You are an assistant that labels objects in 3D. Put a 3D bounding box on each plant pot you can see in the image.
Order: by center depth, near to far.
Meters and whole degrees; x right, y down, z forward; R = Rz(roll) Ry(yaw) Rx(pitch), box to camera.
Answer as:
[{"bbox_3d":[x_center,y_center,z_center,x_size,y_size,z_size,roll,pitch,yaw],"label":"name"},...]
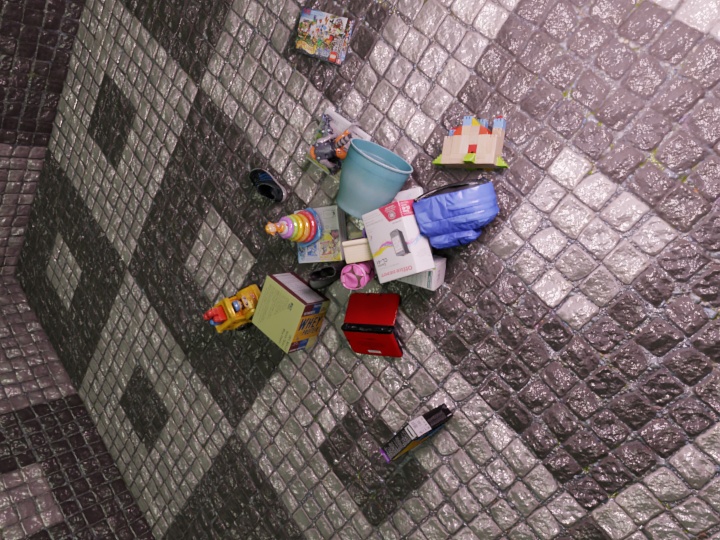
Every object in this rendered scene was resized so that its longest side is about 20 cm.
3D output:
[{"bbox_3d":[0.024,-0.256,1.538,0.200,0.200,0.188,40,117,26],"label":"plant pot"}]

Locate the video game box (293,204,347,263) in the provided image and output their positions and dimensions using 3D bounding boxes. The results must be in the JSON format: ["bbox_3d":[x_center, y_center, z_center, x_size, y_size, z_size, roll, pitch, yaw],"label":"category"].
[{"bbox_3d":[-0.134,-0.120,1.774,0.199,0.047,0.183,-2,92,38],"label":"video game box"}]

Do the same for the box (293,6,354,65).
[{"bbox_3d":[-0.122,-0.755,1.686,0.200,0.038,0.137,30,113,31],"label":"box"}]

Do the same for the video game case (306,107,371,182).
[{"bbox_3d":[-0.075,-0.401,1.708,0.200,0.023,0.182,40,118,25],"label":"video game case"}]

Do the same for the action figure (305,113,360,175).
[{"bbox_3d":[-0.090,-0.409,1.644,0.193,0.105,0.201,-14,90,27],"label":"action figure"}]

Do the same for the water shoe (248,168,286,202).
[{"bbox_3d":[-0.349,-0.314,1.890,0.200,0.079,0.072,35,115,28],"label":"water shoe"}]

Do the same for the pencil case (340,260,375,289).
[{"bbox_3d":[0.000,0.000,1.592,0.093,0.200,0.091,1,102,16],"label":"pencil case"}]

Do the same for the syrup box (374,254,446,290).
[{"bbox_3d":[0.144,-0.013,1.536,0.199,0.081,0.079,16,117,27],"label":"syrup box"}]

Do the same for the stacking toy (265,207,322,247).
[{"bbox_3d":[-0.229,-0.139,1.691,0.110,0.200,0.117,-27,78,36],"label":"stacking toy"}]

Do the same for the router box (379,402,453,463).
[{"bbox_3d":[0.166,0.472,1.527,0.051,0.200,0.149,52,123,23],"label":"router box"}]

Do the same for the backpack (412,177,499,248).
[{"bbox_3d":[0.269,-0.156,1.399,0.199,0.162,0.168,-16,101,26],"label":"backpack"}]

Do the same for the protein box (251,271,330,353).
[{"bbox_3d":[-0.245,0.144,1.836,0.200,0.135,0.199,35,115,29],"label":"protein box"}]

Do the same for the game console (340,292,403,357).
[{"bbox_3d":[0.050,0.176,1.691,0.199,0.119,0.173,-1,126,38],"label":"game console"}]

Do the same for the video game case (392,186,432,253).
[{"bbox_3d":[0.122,-0.136,1.592,0.181,0.024,0.201,-9,90,37],"label":"video game case"}]

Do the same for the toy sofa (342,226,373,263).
[{"bbox_3d":[-0.001,-0.090,1.572,0.082,0.200,0.098,-9,101,8],"label":"toy sofa"}]

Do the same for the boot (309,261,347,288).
[{"bbox_3d":[-0.127,0.015,1.732,0.200,0.131,0.070,-27,80,36],"label":"boot"}]

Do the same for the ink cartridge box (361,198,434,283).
[{"bbox_3d":[0.102,-0.079,1.435,0.147,0.085,0.201,-18,86,43],"label":"ink cartridge box"}]

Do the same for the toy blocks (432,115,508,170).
[{"bbox_3d":[0.301,-0.347,1.398,0.199,0.100,0.137,8,89,35],"label":"toy blocks"}]

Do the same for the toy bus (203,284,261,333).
[{"bbox_3d":[-0.487,0.150,1.986,0.200,0.192,0.136,-35,73,33],"label":"toy bus"}]
